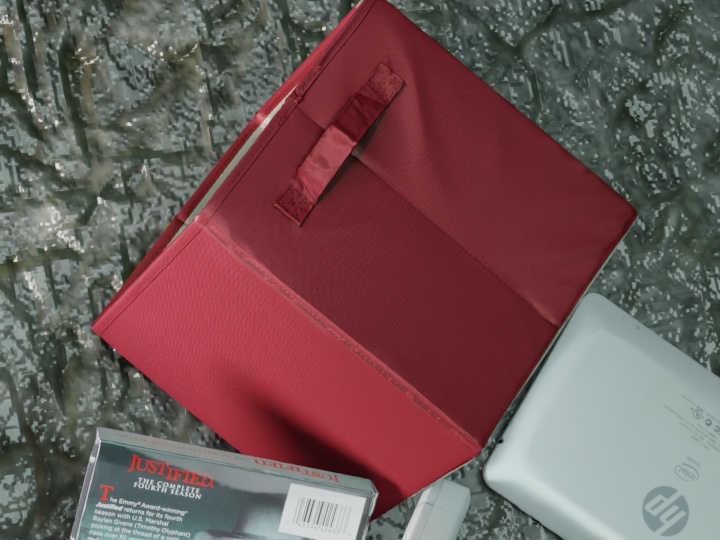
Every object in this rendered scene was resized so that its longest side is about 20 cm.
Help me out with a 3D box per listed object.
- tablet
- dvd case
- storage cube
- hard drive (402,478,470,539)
[{"bbox_3d":[0.177,0.117,1.492,0.199,0.014,0.130,34,71,-5],"label":"tablet"},{"bbox_3d":[-0.085,0.186,1.345,0.145,0.022,0.201,11,106,-12],"label":"dvd case"},{"bbox_3d":[0.000,0.000,1.373,0.180,0.200,0.171,39,60,-5],"label":"storage cube"},{"bbox_3d":[0.000,0.214,1.318,0.027,0.132,0.200,22,47,3],"label":"hard drive"}]
